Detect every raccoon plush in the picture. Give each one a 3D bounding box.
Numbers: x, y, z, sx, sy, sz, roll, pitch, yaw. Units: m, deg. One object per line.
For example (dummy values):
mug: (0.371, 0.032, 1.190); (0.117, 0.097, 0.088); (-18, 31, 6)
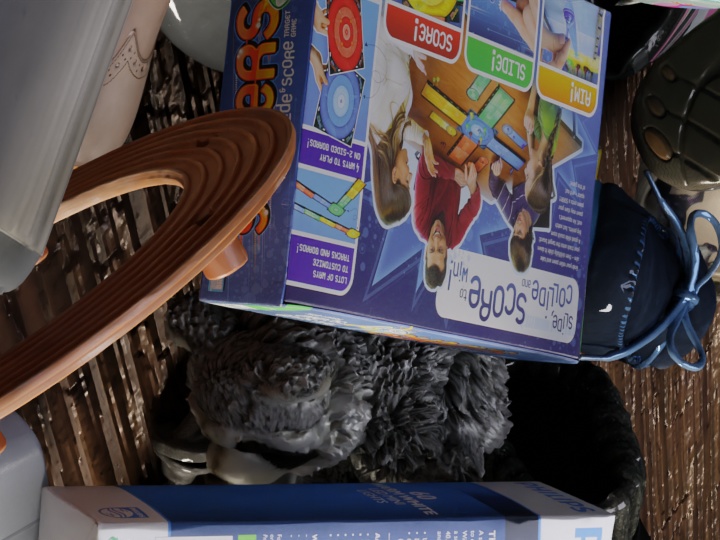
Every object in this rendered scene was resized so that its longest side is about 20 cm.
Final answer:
raccoon plush: (0.000, 0.000, 0.926); (0.134, 0.096, 0.201); (48, 54, -52)

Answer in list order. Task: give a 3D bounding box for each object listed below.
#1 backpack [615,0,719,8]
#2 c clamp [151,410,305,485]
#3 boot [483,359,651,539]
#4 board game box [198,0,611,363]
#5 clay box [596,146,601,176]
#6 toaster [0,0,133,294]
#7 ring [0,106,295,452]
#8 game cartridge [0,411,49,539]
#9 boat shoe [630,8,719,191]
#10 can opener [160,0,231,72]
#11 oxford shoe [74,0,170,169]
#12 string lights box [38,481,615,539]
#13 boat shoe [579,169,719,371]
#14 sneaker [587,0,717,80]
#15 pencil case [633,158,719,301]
backpack: (0.119, -0.185, 0.911); (0.153, 0.199, 0.177); (4, 105, -64)
c clamp: (-0.066, 0.125, 0.984); (0.171, 0.027, 0.201); (-11, 118, -58)
boot: (0.116, 0.142, 1.035); (0.079, 0.211, 0.158); (-33, 145, -30)
board game box: (0.022, -0.044, 0.844); (0.200, 0.034, 0.136); (14, 81, -57)
clay box: (0.050, 0.043, 1.110); (0.115, 0.047, 0.201); (-27, 133, -52)
toaster: (-0.130, -0.079, 0.640); (0.200, 0.113, 0.130); (35, 76, -60)
ring: (-0.102, 0.015, 0.687); (0.200, 0.200, 0.019); (-44, 112, -38)
game cartridge: (-0.158, 0.148, 0.832); (0.133, 0.040, 0.201); (-32, 136, -53)
boat shoe: (0.197, -0.106, 0.993); (0.199, 0.076, 0.074); (-35, 167, 12)
can opener: (-0.028, -0.085, 0.899); (0.067, 0.053, 0.200); (-35, 149, 1)
oxford shoe: (-0.069, -0.119, 0.760); (0.071, 0.073, 0.201); (-24, 129, -54)
string lights box: (-0.012, 0.130, 0.857); (0.199, 0.059, 0.104); (2, 97, -27)
boat shoe: (0.121, 0.002, 1.032); (0.200, 0.068, 0.085); (-8, 116, -81)
sneaker: (0.132, -0.169, 1.062); (0.086, 0.080, 0.201); (-50, 147, -48)
pencil case: (0.179, -0.074, 1.159); (0.201, 0.077, 0.090); (-69, 149, -50)
